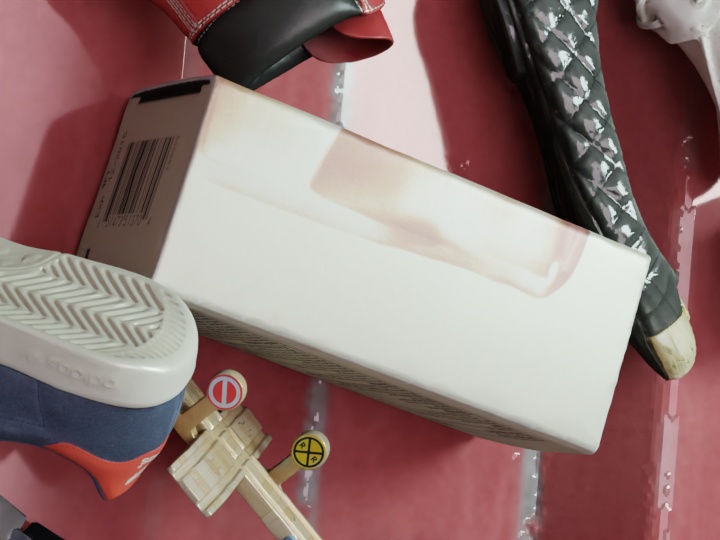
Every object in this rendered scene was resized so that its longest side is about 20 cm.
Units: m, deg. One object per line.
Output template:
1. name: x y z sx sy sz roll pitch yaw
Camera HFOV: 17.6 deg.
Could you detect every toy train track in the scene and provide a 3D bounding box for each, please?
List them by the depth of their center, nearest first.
1. toy train track: -0.016 0.094 0.891 0.033 0.115 0.200 -38 93 13

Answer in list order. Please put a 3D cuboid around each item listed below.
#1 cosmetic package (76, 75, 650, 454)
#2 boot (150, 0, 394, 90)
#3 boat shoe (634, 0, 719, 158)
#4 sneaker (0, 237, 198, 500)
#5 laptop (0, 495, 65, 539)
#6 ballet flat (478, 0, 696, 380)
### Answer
1. cosmetic package: 0.000 0.000 0.919 0.200 0.103 0.088 22 80 -25
2. boot: -0.011 -0.165 0.913 0.144 0.072 0.200 44 78 4
3. boat shoe: 0.149 -0.130 1.021 0.070 0.071 0.201 -7 96 2
4. sneaker: -0.157 0.022 0.841 0.200 0.085 0.075 26 37 14
5. laptop: -0.170 0.151 0.831 0.177 0.200 0.103 -53 146 -16
6. ballet flat: 0.106 -0.049 0.987 0.057 0.066 0.201 -21 96 -7
